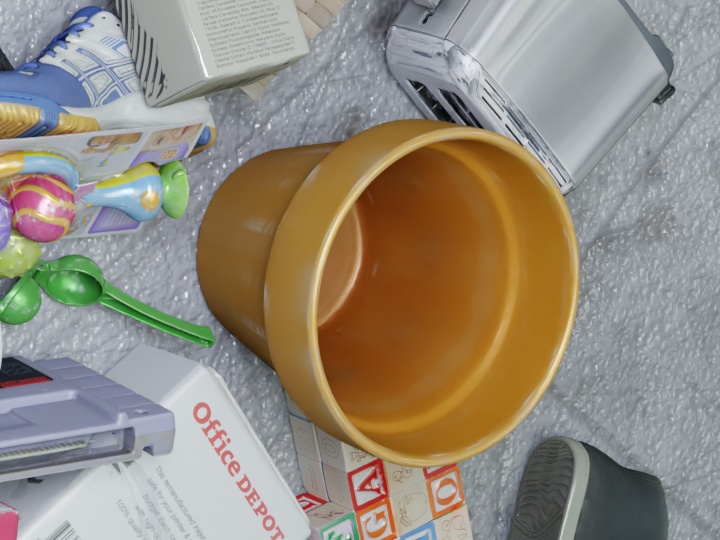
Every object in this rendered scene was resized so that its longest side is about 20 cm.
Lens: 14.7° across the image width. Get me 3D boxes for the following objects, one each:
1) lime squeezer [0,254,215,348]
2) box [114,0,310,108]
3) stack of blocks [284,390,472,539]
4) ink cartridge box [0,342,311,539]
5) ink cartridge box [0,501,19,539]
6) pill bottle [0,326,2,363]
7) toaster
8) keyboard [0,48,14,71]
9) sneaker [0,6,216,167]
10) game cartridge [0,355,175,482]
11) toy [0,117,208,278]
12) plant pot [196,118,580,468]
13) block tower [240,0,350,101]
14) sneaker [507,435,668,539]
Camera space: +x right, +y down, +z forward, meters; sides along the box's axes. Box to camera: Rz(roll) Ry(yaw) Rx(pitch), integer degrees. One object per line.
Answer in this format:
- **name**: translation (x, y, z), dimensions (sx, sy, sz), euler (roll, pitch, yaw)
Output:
- **lime squeezer**: translation (-0.183, 0.028, 1.639), dimensions (0.199, 0.038, 0.071), euler (-9, 79, -37)
- **box**: translation (-0.105, -0.201, 1.596), dimensions (0.082, 0.068, 0.201), euler (-16, 87, -37)
- **stack of blocks**: translation (0.005, 0.152, 1.805), dimensions (0.115, 0.058, 0.201), euler (-22, 113, -31)
- **ink cartridge box**: translation (-0.147, 0.164, 1.678), dimensions (0.200, 0.084, 0.145), euler (-42, 121, -21)
- **ink cartridge box**: translation (-0.267, 0.216, 1.562), dimensions (0.084, 0.144, 0.202), euler (1, 99, -35)
- **pill bottle**: translation (-0.284, 0.033, 1.471), dimensions (0.119, 0.199, 0.121), euler (-4, 97, -35)
- **toaster**: translation (0.108, -0.134, 1.788), dimensions (0.129, 0.113, 0.200), euler (-50, 126, -12)
- **keyboard**: translation (-0.240, -0.084, 1.597), dimensions (0.127, 0.021, 0.201), euler (-38, 121, -23)
- **sneaker**: translation (-0.169, -0.107, 1.604), dimensions (0.199, 0.075, 0.089), euler (0, 75, -54)
- **game cartridge**: translation (-0.221, 0.086, 1.577), dimensions (0.199, 0.129, 0.039), euler (-8, 112, -36)
- **toy**: translation (-0.183, -0.030, 1.569), dimensions (0.199, 0.115, 0.047), euler (-11, 63, -36)
- **plant pot**: translation (0.000, 0.000, 1.689), dimensions (0.199, 0.183, 0.202), euler (-9, 106, -34)
- **block tower**: translation (-0.020, -0.198, 1.669), dimensions (0.200, 0.054, 0.058), euler (-47, 122, 8)
- **sneaker**: translation (0.149, 0.223, 1.915), dimensions (0.106, 0.075, 0.201), euler (20, 87, -35)
